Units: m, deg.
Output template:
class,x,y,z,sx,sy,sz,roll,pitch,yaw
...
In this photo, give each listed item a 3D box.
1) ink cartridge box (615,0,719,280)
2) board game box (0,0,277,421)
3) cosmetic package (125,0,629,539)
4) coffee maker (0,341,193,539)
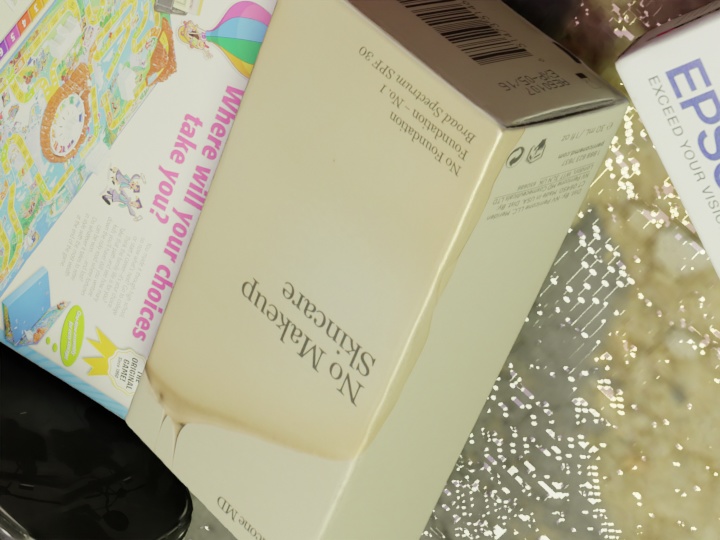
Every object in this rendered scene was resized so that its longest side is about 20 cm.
class,x,y,z,sx,sy,sz,roll,pitch,yaw
ink cartridge box,0.208,-0.019,0.636,0.200,0.043,0.197,-22,101,33
board game box,-0.100,-0.054,0.772,0.134,0.034,0.200,31,122,10
cosmetic package,0.000,0.000,0.711,0.103,0.073,0.200,40,125,28
coffee maker,-0.182,0.129,0.828,0.192,0.135,0.200,25,116,2
